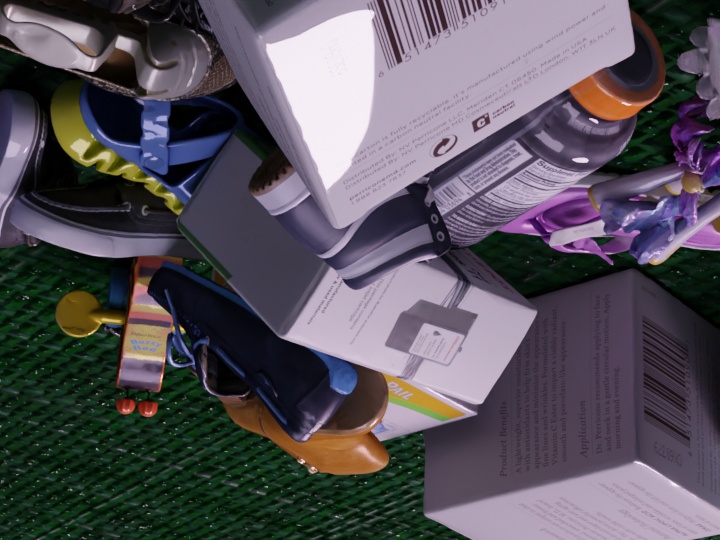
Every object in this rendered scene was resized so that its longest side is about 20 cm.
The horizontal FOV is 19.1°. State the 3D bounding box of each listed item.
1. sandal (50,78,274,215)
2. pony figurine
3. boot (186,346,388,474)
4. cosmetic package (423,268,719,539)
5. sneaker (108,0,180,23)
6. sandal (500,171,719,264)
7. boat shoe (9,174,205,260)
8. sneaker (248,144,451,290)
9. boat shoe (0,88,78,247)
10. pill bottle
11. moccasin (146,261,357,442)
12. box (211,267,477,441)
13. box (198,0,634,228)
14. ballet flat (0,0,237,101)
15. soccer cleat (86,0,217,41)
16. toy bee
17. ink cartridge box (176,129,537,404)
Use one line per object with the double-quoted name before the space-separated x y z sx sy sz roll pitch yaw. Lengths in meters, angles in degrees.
"sandal" -0.105 -0.081 1.427 0.200 0.080 0.087 23 143 -36
"pony figurine" 0.248 -0.070 1.361 0.200 0.167 0.193 -27 172 38
"boot" -0.018 0.102 1.491 0.201 0.071 0.144 12 158 47
"cosmetic package" 0.175 0.123 1.688 0.200 0.165 0.165 -17 147 35
"sneaker" -0.078 -0.192 1.173 0.199 0.114 0.076 -3 153 4
"sandal" 0.184 -0.031 1.515 0.202 0.050 0.082 2 152 2
"boat shoe" -0.153 -0.044 1.469 0.200 0.057 0.069 4 -160 -47
"sneaker" 0.033 -0.077 1.283 0.109 0.200 0.070 49 161 -16
"boat shoe" -0.229 -0.064 1.480 0.066 0.070 0.200 5 154 -16
"pill bottle" 0.101 -0.096 1.343 0.106 0.106 0.200 20 148 -29
"moccasin" -0.088 0.051 1.421 0.080 0.068 0.200 30 179 -40
"box" -0.010 0.037 1.599 0.101 0.113 0.200 -19 144 38
"box" 0.021 -0.159 1.119 0.199 0.131 0.200 -31 151 -4
"ballet flat" -0.158 -0.138 1.312 0.200 0.075 0.068 14 113 -17
"soccer cleat" -0.074 -0.161 1.261 0.200 0.081 0.068 1 152 4
"toy bee" -0.159 0.052 1.651 0.131 0.109 0.200 -4 152 9
"ink cartridge box" 0.000 0.000 1.420 0.200 0.147 0.083 22 105 -45
